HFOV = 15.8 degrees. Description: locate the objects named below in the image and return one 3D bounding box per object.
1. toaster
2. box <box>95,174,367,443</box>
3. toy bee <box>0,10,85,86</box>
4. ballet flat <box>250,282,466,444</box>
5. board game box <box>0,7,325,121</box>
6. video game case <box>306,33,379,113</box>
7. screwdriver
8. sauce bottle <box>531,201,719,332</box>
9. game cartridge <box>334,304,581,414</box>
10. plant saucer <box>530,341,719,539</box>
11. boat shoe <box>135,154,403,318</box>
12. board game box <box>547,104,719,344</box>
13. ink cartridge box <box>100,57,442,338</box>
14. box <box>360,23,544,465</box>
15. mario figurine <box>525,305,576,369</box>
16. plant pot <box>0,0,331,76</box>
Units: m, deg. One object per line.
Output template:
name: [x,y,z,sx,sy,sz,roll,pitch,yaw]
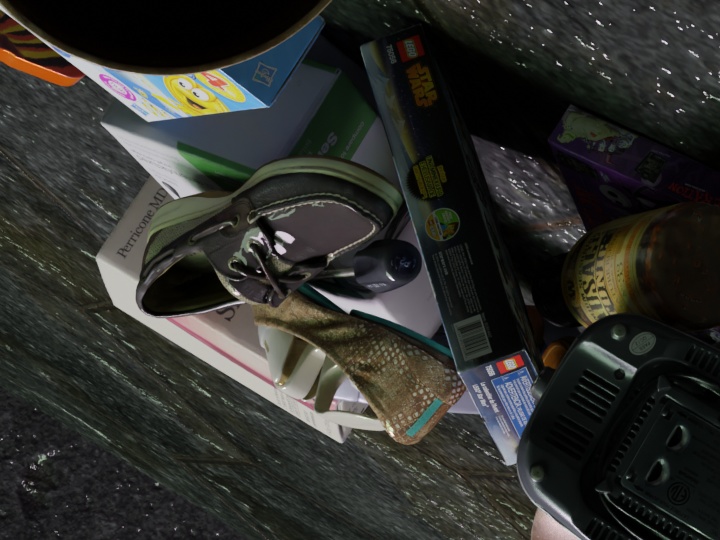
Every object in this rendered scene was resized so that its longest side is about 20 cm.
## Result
toaster: [0.173,0.106,1.274,0.199,0.114,0.129,29,178,9]
box: [-0.063,0.006,1.791,0.199,0.128,0.109,30,166,11]
toy bee: [-0.265,-0.189,1.683,0.199,0.110,0.131,12,173,-37]
ballet flat: [-0.017,0.047,1.461,0.070,0.066,0.200,33,175,-34]
board game box: [-0.141,-0.160,1.357,0.200,0.056,0.196,37,168,-19]
video game case: [-0.071,-0.132,1.551,0.200,0.023,0.182,39,165,-21]
screwdriver: [0.000,0.000,1.423,0.029,0.028,0.200,-2,178,-11]
sauce bottle: [0.140,0.005,1.339,0.066,0.066,0.200,35,166,-9]
game cartridge: [0.050,0.051,1.615,0.198,0.042,0.133,4,-168,-10]
plant saucer: [0.186,0.115,1.434,0.035,0.200,0.200,53,179,34]
boat shoe: [-0.052,-0.011,1.406,0.073,0.065,0.200,32,152,-26]
board game box: [0.175,-0.011,1.402,0.120,0.032,0.200,31,167,28]
ink cartridge box: [-0.036,-0.049,1.534,0.146,0.085,0.200,20,161,40]
box: [0.056,-0.012,1.384,0.137,0.040,0.201,61,-169,-63]
mario figurine: [0.173,0.058,1.495,0.199,0.124,0.106,18,136,-36]
plant pot: [-0.088,-0.180,1.155,0.186,0.187,0.200,34,180,-6]
